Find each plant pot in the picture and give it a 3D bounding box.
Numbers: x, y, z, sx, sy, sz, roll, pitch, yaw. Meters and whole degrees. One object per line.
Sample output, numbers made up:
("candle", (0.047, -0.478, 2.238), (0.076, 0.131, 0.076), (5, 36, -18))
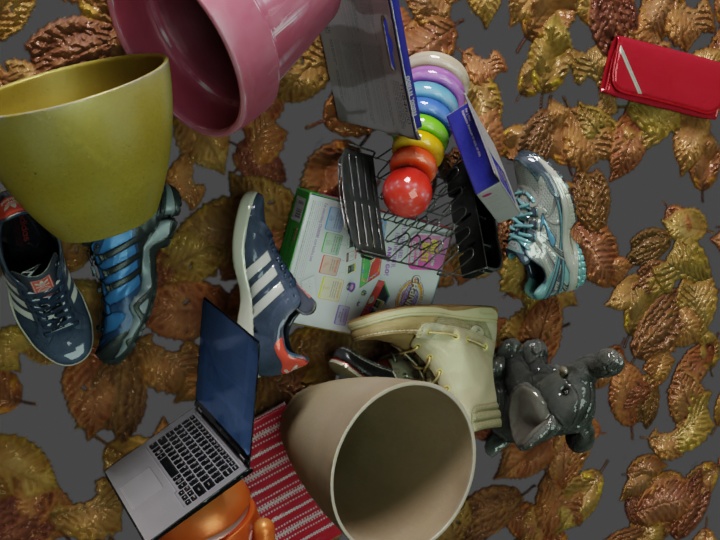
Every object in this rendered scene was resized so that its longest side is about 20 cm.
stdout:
("plant pot", (-0.263, -0.111, 1.075), (0.199, 0.200, 0.143), (-21, 113, -20))
("plant pot", (-0.123, -0.263, 1.121), (0.179, 0.199, 0.201), (-40, 117, -29))
("plant pot", (-0.005, 0.196, 1.257), (0.186, 0.199, 0.189), (-6, 101, -32))

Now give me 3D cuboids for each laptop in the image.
("laptop", (-0.192, 0.151, 1.182), (0.199, 0.187, 0.117), (-35, 115, -14))

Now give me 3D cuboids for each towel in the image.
("towel", (-0.116, 0.272, 1.345), (0.144, 0.022, 0.201), (-27, 111, -16))

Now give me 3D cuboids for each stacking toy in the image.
("stacking toy", (0.065, -0.146, 1.238), (0.085, 0.085, 0.201), (37, 49, -29))

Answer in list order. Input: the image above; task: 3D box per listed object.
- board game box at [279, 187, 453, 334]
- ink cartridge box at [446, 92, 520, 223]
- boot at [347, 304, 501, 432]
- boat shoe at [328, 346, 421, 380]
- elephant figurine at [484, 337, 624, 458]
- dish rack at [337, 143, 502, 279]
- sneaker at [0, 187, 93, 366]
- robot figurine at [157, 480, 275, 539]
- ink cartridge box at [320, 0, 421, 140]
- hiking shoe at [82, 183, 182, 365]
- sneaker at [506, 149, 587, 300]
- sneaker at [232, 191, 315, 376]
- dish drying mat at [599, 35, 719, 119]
("board game box", (0.000, 0.000, 1.321), (0.198, 0.040, 0.154), (13, 97, -28))
("ink cartridge box", (0.134, -0.119, 1.230), (0.037, 0.200, 0.095), (-21, 76, 9))
("boot", (0.079, 0.120, 1.306), (0.198, 0.073, 0.157), (1, 83, -32))
("boat shoe", (0.048, 0.134, 1.363), (0.199, 0.071, 0.063), (30, 80, -28))
("elephant figurine", (0.236, 0.167, 1.389), (0.141, 0.200, 0.156), (-32, 115, -16))
("dish rack", (0.065, -0.072, 1.281), (0.199, 0.054, 0.155), (12, 57, -35))
("sneaker", (-0.324, 0.016, 1.140), (0.075, 0.084, 0.201), (-28, 114, -17))
("robot figurine", (-0.161, 0.306, 1.259), (0.116, 0.144, 0.202), (-24, 112, -17))
("ink cartridge box", (0.012, -0.245, 1.175), (0.040, 0.200, 0.201), (-19, 111, -20))
("hiking shoe", (-0.257, -0.003, 1.185), (0.086, 0.074, 0.202), (17, 85, -21))
("sneaker", (0.221, -0.051, 1.399), (0.086, 0.078, 0.201), (-27, 113, -14))
("sneaker", (-0.091, 0.014, 1.225), (0.084, 0.075, 0.202), (-3, 90, 5))
("dish drying mat", (0.403, -0.251, 1.470), (0.198, 0.018, 0.078), (7, 99, -27))
